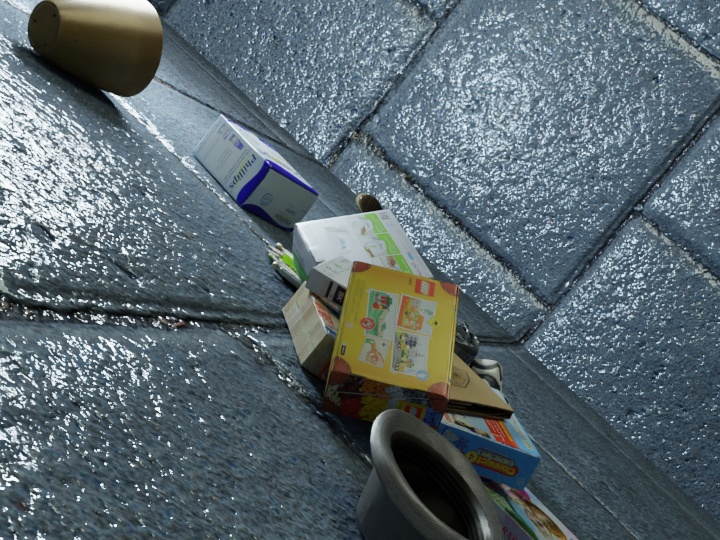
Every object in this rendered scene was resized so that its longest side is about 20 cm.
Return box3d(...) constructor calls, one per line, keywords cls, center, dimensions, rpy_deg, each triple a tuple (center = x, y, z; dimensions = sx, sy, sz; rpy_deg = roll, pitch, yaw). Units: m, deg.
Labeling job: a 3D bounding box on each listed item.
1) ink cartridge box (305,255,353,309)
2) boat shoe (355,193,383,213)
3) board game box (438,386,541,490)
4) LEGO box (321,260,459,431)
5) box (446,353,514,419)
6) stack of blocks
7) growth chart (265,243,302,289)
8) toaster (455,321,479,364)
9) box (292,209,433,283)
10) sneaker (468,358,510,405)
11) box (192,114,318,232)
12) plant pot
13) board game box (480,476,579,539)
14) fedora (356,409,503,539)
box3d(cls="ink cartridge box", center=(0.025, 0.047, 1.476), dimensions=(0.199, 0.040, 0.099), rpy_deg=(29, 22, 18))
box3d(cls="boat shoe", center=(0.033, -0.201, 3.372), dimensions=(0.076, 0.072, 0.200), rpy_deg=(28, -9, 41))
box3d(cls="board game box", center=(0.127, 0.203, 1.405), dimensions=(0.194, 0.056, 0.200), rpy_deg=(22, 15, -16))
box3d(cls="LEGO box", center=(0.042, 0.095, 1.295), dimensions=(0.147, 0.078, 0.201), rpy_deg=(14, 44, -2))
box3d(cls="box", center=(0.102, 0.139, 1.424), dimensions=(0.162, 0.021, 0.200), rpy_deg=(14, 19, -38))
box3d(cls="stack of blocks", center=(-0.039, 0.102, 1.443), dimensions=(0.115, 0.059, 0.200), rpy_deg=(37, 9, -21))
box3d(cls="growth chart", center=(-0.109, 0.007, 1.778), dimensions=(0.144, 0.018, 0.200), rpy_deg=(39, 8, -7))
box3d(cls="toaster", center=(0.126, 0.142, 1.734), dimensions=(0.113, 0.129, 0.200), rpy_deg=(41, 9, 4))
box3d(cls="box", center=(0.000, 0.000, 1.648), dimensions=(0.175, 0.098, 0.201), rpy_deg=(-10, 40, -18))
box3d(cls="sneaker", center=(0.215, 0.260, 1.746), dimensions=(0.079, 0.131, 0.200), rpy_deg=(8, -38, 11))
box3d(cls="box", center=(-0.213, -0.198, 2.075), dimensions=(0.200, 0.105, 0.183), rpy_deg=(46, 11, 32))
box3d(cls="plant pot", center=(-0.494, -0.424, 1.834), dimensions=(0.186, 0.187, 0.199), rpy_deg=(44, 23, 27))
box3d(cls="board game box", center=(0.223, 0.348, 1.389), dimensions=(0.199, 0.041, 0.200), rpy_deg=(44, 10, 23))
box3d(cls="fedora", center=(0.057, 0.243, 1.027), dimensions=(0.176, 0.090, 0.200), rpy_deg=(35, 16, -24))
